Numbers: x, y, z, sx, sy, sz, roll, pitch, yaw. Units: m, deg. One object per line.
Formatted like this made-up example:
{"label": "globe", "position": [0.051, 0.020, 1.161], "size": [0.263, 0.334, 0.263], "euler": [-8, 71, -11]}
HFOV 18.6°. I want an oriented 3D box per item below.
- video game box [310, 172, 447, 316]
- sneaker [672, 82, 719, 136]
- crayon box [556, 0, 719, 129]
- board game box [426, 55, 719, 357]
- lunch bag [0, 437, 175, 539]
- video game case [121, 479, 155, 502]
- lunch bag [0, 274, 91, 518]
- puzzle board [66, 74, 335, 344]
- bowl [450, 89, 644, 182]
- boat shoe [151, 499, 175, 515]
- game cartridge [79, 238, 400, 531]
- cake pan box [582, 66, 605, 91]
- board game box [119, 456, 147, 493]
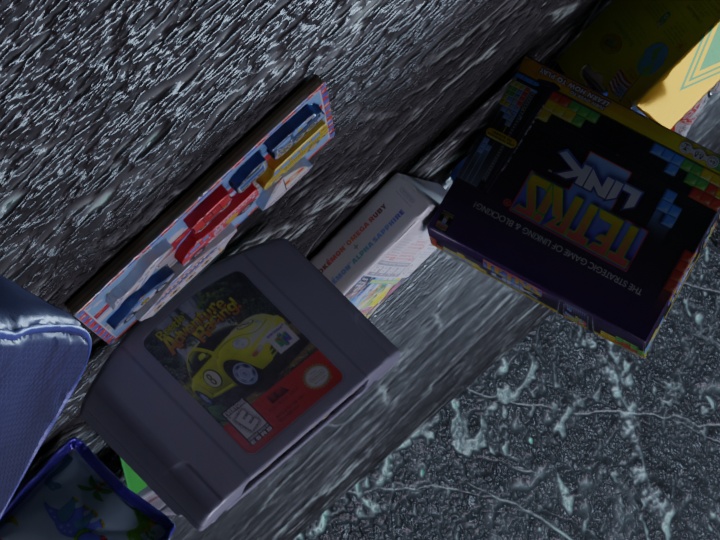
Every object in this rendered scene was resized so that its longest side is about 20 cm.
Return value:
{"label": "video game box", "position": [0.000, 0.000, 1.836], "size": [0.182, 0.047, 0.200], "euler": [-48, 171, 7]}
{"label": "sneaker", "position": [0.306, -0.168, 2.057], "size": [0.108, 0.067, 0.201], "euler": [-40, 169, -2]}
{"label": "crayon box", "position": [0.266, -0.205, 1.838], "size": [0.200, 0.051, 0.127], "euler": [-45, -143, 16]}
{"label": "board game box", "position": [0.178, -0.052, 1.757], "size": [0.166, 0.199, 0.057], "euler": [-60, 168, -12]}
{"label": "lunch bag", "position": [-0.250, 0.241, 1.558], "size": [0.200, 0.127, 0.170], "euler": [-50, 177, -36]}
{"label": "video game case", "position": [-0.172, 0.175, 1.799], "size": [0.199, 0.024, 0.182], "euler": [-31, 176, 16]}
{"label": "lunch bag", "position": [-0.199, 0.043, 0.802], "size": [0.136, 0.132, 0.200], "euler": [-60, 170, 3]}
{"label": "puzzle board", "position": [-0.090, -0.031, 1.348], "size": [0.200, 0.017, 0.151], "euler": [-43, 172, -4]}
{"label": "bowl", "position": [0.171, -0.108, 1.944], "size": [0.199, 0.040, 0.201], "euler": [-24, 174, -3]}
{"label": "boat shoe", "position": [-0.111, 0.141, 1.914], "size": [0.199, 0.072, 0.071], "euler": [-35, -162, 17]}
{"label": "game cartridge", "position": [-0.082, 0.066, 1.454], "size": [0.200, 0.133, 0.041], "euler": [-39, 164, -35]}
{"label": "cake pan box", "position": [0.274, -0.219, 2.054], "size": [0.200, 0.052, 0.184], "euler": [-42, 174, -9]}
{"label": "board game box", "position": [-0.111, 0.080, 1.662], "size": [0.200, 0.030, 0.096], "euler": [-42, 151, -25]}
